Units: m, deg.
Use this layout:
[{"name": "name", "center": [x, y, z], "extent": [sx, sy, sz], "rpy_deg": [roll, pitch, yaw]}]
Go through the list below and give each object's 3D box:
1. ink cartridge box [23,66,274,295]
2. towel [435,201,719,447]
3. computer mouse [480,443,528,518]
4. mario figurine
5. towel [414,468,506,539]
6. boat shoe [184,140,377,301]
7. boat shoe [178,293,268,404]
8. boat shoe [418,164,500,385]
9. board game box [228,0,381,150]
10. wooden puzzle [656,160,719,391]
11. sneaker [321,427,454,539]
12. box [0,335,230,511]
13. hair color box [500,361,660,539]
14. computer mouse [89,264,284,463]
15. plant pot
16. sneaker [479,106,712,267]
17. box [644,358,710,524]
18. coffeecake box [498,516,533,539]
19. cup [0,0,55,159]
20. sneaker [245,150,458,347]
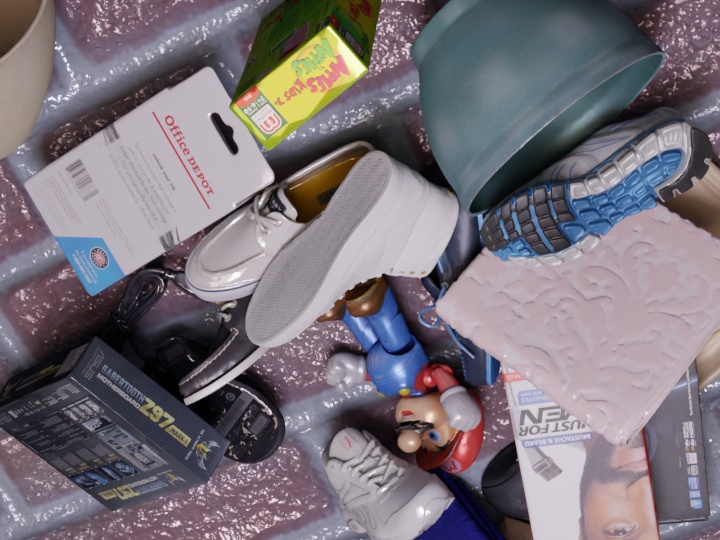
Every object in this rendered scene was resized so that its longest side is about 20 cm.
[{"name": "ink cartridge box", "center": [-0.170, -0.080, 1.488], "extent": [0.199, 0.067, 0.116], "rpy_deg": [-30, 93, 17]}, {"name": "towel", "center": [0.193, 0.019, 1.439], "extent": [0.200, 0.032, 0.191], "rpy_deg": [35, 76, 26]}, {"name": "computer mouse", "center": [0.176, 0.149, 1.600], "extent": [0.199, 0.046, 0.141], "rpy_deg": [-35, 110, 19]}, {"name": "mario figurine", "center": [0.034, 0.105, 1.552], "extent": [0.106, 0.124, 0.201], "rpy_deg": [-36, 105, 2]}, {"name": "towel", "center": [0.072, 0.304, 1.648], "extent": [0.049, 0.148, 0.201], "rpy_deg": [-2, 129, -44]}, {"name": "boat shoe", "center": [-0.066, -0.046, 1.478], "extent": [0.199, 0.071, 0.070], "rpy_deg": [-29, 153, -1]}, {"name": "boat shoe", "center": [-0.088, 0.036, 1.518], "extent": [0.200, 0.074, 0.060], "rpy_deg": [-40, 98, -11]}, {"name": "boat shoe", "center": [0.086, 0.002, 1.529], "extent": [0.068, 0.084, 0.202], "rpy_deg": [-4, 99, 14]}, {"name": "board game box", "center": [-0.039, -0.177, 1.372], "extent": [0.101, 0.200, 0.048], "rpy_deg": [-36, 109, 20]}, {"name": "wooden puzzle", "center": [0.273, -0.004, 1.529], "extent": [0.200, 0.037, 0.185], "rpy_deg": [42, 112, -10]}, {"name": "sneaker", "center": [0.011, 0.189, 1.564], "extent": [0.078, 0.200, 0.100], "rpy_deg": [-39, 102, -21]}, {"name": "box", "center": [-0.229, 0.141, 1.565], "extent": [0.158, 0.051, 0.200], "rpy_deg": [41, 149, -17]}, {"name": "hair color box", "center": [0.189, 0.148, 1.498], "extent": [0.110, 0.064, 0.201], "rpy_deg": [-9, 110, 10]}, {"name": "computer mouse", "center": [-0.141, 0.077, 1.587], "extent": [0.199, 0.046, 0.141], "rpy_deg": [30, 110, -5]}, {"name": "plant pot", "center": [0.124, -0.158, 1.390], "extent": [0.200, 0.200, 0.135], "rpy_deg": [-41, 80, 21]}, {"name": "sneaker", "center": [0.189, -0.072, 1.440], "extent": [0.199, 0.087, 0.075], "rpy_deg": [-26, 118, 7]}, {"name": "box", "center": [0.221, 0.129, 1.544], "extent": [0.159, 0.044, 0.202], "rpy_deg": [-5, 109, 9]}, {"name": "coffeecake box", "center": [0.172, 0.356, 1.684], "extent": [0.152, 0.073, 0.201], "rpy_deg": [19, 116, -9]}, {"name": "cup", "center": [-0.331, -0.167, 1.422], "extent": [0.199, 0.201, 0.144], "rpy_deg": [-4, 142, 6]}, {"name": "sneaker", "center": [0.000, 0.000, 1.462], "extent": [0.115, 0.074, 0.200], "rpy_deg": [22, 118, -43]}]
